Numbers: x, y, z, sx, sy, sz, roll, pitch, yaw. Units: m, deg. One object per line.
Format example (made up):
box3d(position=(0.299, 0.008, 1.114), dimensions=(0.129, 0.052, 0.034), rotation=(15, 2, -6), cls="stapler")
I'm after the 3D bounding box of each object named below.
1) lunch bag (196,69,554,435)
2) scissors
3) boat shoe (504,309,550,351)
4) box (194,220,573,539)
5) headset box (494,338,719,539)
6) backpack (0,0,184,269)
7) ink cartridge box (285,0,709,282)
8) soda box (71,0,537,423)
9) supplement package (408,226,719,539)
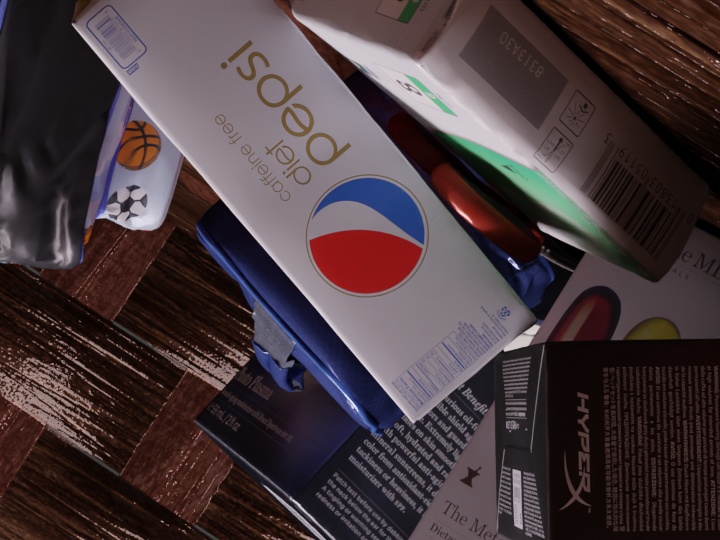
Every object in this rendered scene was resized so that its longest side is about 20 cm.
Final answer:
box3d(position=(0.000, 0.000, 1.042), dimensions=(0.136, 0.132, 0.200), rotation=(50, 178, 7), cls="lunch bag")
box3d(position=(0.069, -0.011, 0.890), dimensions=(0.073, 0.014, 0.200), rotation=(47, -174, 35), cls="scissors")
box3d(position=(0.154, 0.059, 1.058), dimensions=(0.201, 0.060, 0.072), rotation=(23, 140, 45), cls="boat shoe")
box3d(position=(0.033, 0.068, 1.227), dimensions=(0.123, 0.198, 0.200), rotation=(46, 171, -20), cls="box")
box3d(position=(0.155, 0.063, 0.786), dimensions=(0.199, 0.075, 0.149), rotation=(0, 177, -2), cls="headset box")
box3d(position=(-0.154, -0.108, 0.946), dimensions=(0.154, 0.201, 0.190), rotation=(11, -164, -38), cls="backpack")
box3d(position=(0.020, -0.078, 0.844), dimensions=(0.161, 0.050, 0.200), rotation=(37, 171, -40), cls="ink cartridge box")
box3d(position=(-0.022, -0.041, 0.820), dimensions=(0.200, 0.064, 0.068), rotation=(50, -178, -14), cls="soda box")
box3d(position=(0.120, 0.089, 0.931), dimensions=(0.114, 0.201, 0.110), rotation=(29, 175, 31), cls="supplement package")
